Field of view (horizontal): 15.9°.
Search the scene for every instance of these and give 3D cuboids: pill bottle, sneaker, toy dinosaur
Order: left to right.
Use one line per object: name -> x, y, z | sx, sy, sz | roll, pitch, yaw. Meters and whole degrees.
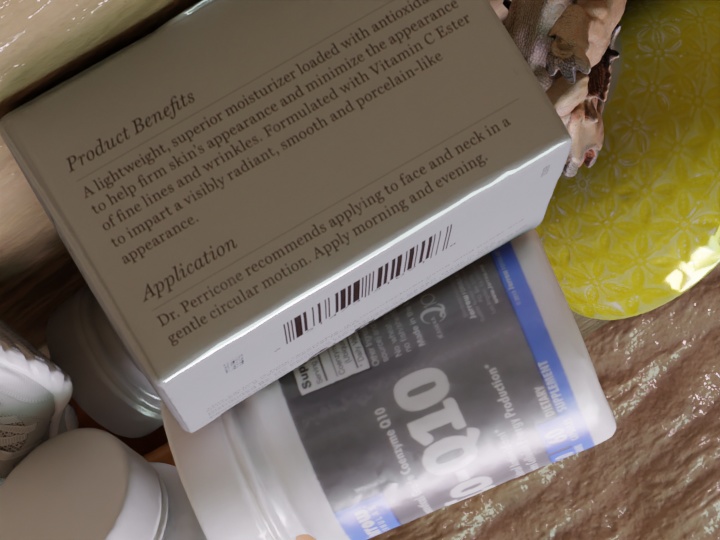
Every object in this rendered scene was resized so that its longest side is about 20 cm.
sneaker -> -0.191, 0.073, 1.286 | 0.082, 0.075, 0.200 | -48, 162, -13
pill bottle -> -0.095, 0.169, 1.328 | 0.113, 0.113, 0.200 | -33, 131, 15
pill bottle -> -0.062, 0.001, 1.322 | 0.200, 0.113, 0.113 | -35, 171, 25
pill bottle -> 0.012, 0.066, 1.245 | 0.200, 0.114, 0.114 | -23, 172, 3
toy dinosaur -> 0.102, -0.129, 1.271 | 0.136, 0.086, 0.200 | -37, 162, -45

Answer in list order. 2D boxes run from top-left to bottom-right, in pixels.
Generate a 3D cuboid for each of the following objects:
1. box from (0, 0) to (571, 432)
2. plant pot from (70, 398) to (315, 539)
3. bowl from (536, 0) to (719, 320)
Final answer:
box -> -0.030, -0.041, 1.118 | 0.199, 0.131, 0.200 | -30, 172, -5
plant pot -> -0.088, 0.107, 1.471 | 0.200, 0.140, 0.200 | -26, -154, 14
bowl -> 0.135, -0.084, 1.441 | 0.108, 0.200, 0.200 | 30, 129, -33
